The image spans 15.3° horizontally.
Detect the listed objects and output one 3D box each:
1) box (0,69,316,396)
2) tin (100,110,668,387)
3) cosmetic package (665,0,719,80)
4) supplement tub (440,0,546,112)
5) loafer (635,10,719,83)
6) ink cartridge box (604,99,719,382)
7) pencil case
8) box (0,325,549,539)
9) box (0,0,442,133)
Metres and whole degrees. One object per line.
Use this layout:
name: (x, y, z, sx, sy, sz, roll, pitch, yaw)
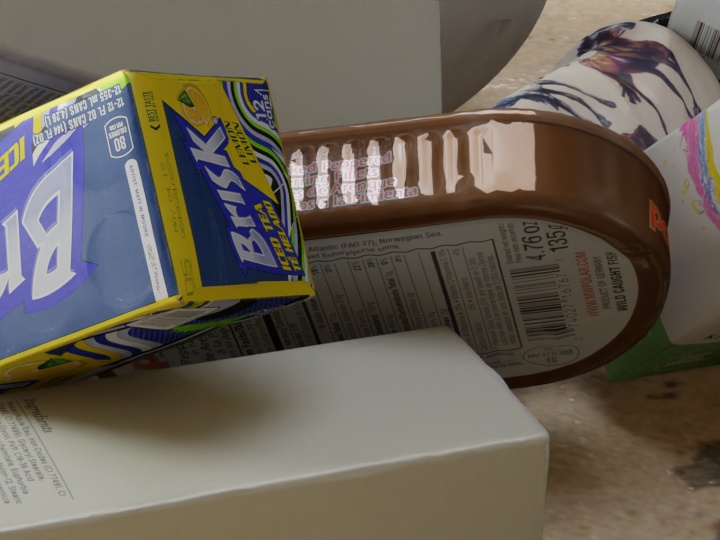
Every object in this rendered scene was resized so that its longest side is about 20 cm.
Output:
box: (-0.112, 0.003, 0.799, 0.199, 0.071, 0.064, -20, -10, 35)
tin: (0.000, 0.000, 0.857, 0.198, 0.112, 0.042, -6, 52, 9)
cosmetic package: (0.243, -0.108, 1.067, 0.199, 0.052, 0.151, 29, 61, 9)
supplement tub: (-0.025, -0.164, 1.118, 0.144, 0.145, 0.201, -16, 59, -33)
loafer: (0.188, -0.068, 1.120, 0.198, 0.074, 0.071, 2, -3, -4)
ink cartridge box: (0.170, -0.032, 0.878, 0.116, 0.068, 0.200, -7, -17, -34)
pencil case: (0.065, -0.032, 1.004, 0.089, 0.078, 0.200, 34, 36, 17)
box: (-0.050, 0.074, 0.783, 0.198, 0.069, 0.082, -7, 27, -20)
box: (-0.076, -0.069, 0.870, 0.199, 0.078, 0.095, 16, -27, -35)
